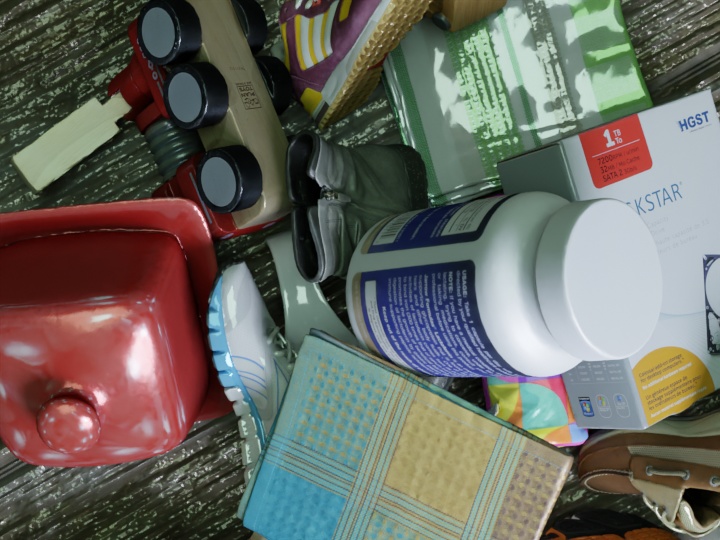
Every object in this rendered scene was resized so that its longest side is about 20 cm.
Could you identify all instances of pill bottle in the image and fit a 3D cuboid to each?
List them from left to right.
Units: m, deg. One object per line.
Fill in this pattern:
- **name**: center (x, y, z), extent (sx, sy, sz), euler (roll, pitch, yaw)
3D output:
- **pill bottle**: center (0.090, 0.011, 0.763), extent (0.114, 0.198, 0.118), euler (4, 84, -38)

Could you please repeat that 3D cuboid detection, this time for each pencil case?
- **pencil case**: center (0.120, 0.042, 0.880), extent (0.087, 0.088, 0.204), euler (-6, 85, 2)

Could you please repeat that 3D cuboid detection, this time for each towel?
- **towel**: center (0.026, 0.147, 0.789), extent (0.197, 0.022, 0.149), euler (24, 95, 10)
- **towel**: center (0.121, -0.146, 0.915), extent (0.197, 0.031, 0.152), euler (-18, 87, 1)

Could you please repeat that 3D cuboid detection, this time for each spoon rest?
- **spoon rest**: center (-0.031, 0.064, 0.895), extent (0.098, 0.061, 0.203), euler (-18, 86, 1)

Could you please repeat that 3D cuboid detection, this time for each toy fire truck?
- **toy fire truck**: center (-0.154, -0.094, 0.893), extent (0.199, 0.128, 0.179), euler (-27, 85, 40)

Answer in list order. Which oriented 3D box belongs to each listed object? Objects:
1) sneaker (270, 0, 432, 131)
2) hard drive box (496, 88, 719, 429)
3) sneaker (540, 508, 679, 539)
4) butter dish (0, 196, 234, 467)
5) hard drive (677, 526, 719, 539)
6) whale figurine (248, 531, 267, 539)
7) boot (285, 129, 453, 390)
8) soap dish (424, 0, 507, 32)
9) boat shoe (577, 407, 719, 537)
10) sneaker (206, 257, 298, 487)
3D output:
- **sneaker**: center (-0.015, -0.186, 0.846), extent (0.090, 0.200, 0.075), euler (49, 54, 6)
- **hard drive box**: center (0.203, -0.008, 0.840), extent (0.154, 0.076, 0.203), euler (-21, 94, -29)
- **sneaker**: center (0.154, 0.239, 0.858), extent (0.197, 0.075, 0.094), euler (-6, 105, -27)
- **butter dish**: center (-0.196, 0.069, 0.830), extent (0.196, 0.149, 0.202), euler (-5, 123, 2)
- **hard drive**: center (0.308, 0.125, 0.843), extent (0.026, 0.132, 0.202), euler (30, 89, -3)
- **whale figurine**: center (-0.103, 0.266, 0.882), extent (0.158, 0.104, 0.200), euler (39, 65, 4)
- **boot**: center (0.000, 0.000, 0.857), extent (0.067, 0.130, 0.204), euler (-14, 84, 40)
- **soap dish**: center (0.040, -0.269, 0.829), extent (0.156, 0.200, 0.082), euler (36, 76, 12)
- **boat shoe**: center (0.227, 0.144, 0.816), extent (0.075, 0.199, 0.075), euler (22, 65, -26)
- **sneaker**: center (-0.051, 0.084, 0.847), extent (0.085, 0.075, 0.203), euler (-12, 104, 14)
